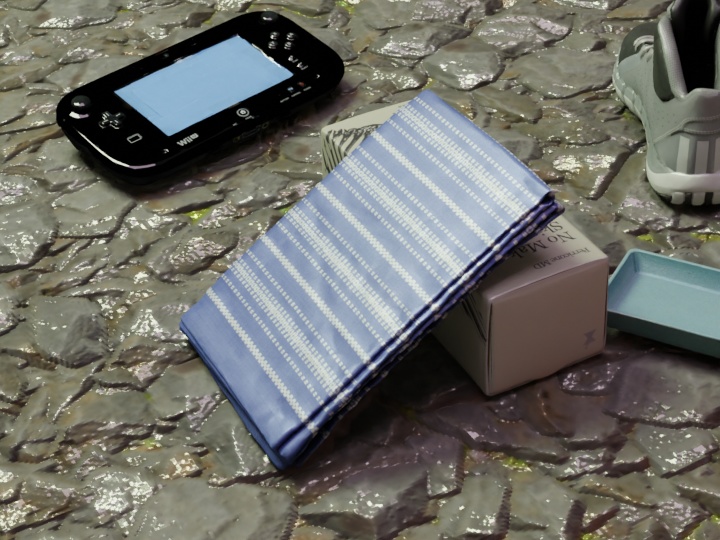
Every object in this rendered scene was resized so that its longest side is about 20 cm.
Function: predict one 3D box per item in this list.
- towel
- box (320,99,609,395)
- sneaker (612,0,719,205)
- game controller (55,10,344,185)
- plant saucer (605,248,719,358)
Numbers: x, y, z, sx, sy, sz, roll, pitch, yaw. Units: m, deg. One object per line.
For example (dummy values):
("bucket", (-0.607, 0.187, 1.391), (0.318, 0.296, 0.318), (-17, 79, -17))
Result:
("towel", (0.000, 0.000, 0.826), (0.200, 0.024, 0.145), (-43, 42, -1))
("box", (0.055, -0.020, 0.881), (0.081, 0.069, 0.200), (-19, 39, -21))
("sneaker", (0.211, -0.141, 0.992), (0.074, 0.116, 0.201), (-4, 36, 0))
("game controller", (-0.107, -0.122, 1.056), (0.199, 0.042, 0.104), (-31, 44, -31))
("plant saucer", (0.229, 0.034, 0.833), (0.198, 0.019, 0.070), (16, 35, 23))
